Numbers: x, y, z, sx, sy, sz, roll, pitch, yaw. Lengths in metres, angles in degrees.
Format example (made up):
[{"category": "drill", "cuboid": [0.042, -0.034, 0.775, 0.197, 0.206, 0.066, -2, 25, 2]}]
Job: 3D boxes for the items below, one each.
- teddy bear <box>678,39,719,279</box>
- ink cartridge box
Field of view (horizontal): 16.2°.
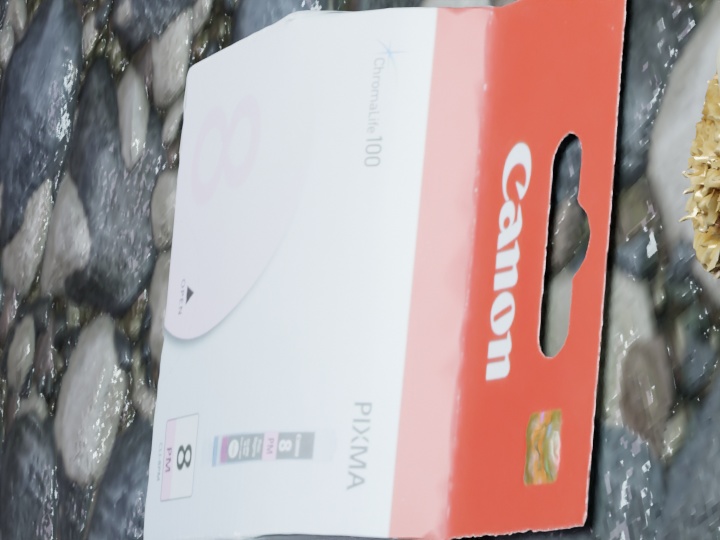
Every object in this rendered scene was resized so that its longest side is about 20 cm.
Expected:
[{"category": "teddy bear", "cuboid": [0.126, -0.017, 0.485, 0.145, 0.066, 0.200, -59, 34, 29]}, {"category": "ink cartridge box", "cuboid": [0.000, 0.000, 0.743, 0.200, 0.057, 0.164, 159, 119, -64]}]
